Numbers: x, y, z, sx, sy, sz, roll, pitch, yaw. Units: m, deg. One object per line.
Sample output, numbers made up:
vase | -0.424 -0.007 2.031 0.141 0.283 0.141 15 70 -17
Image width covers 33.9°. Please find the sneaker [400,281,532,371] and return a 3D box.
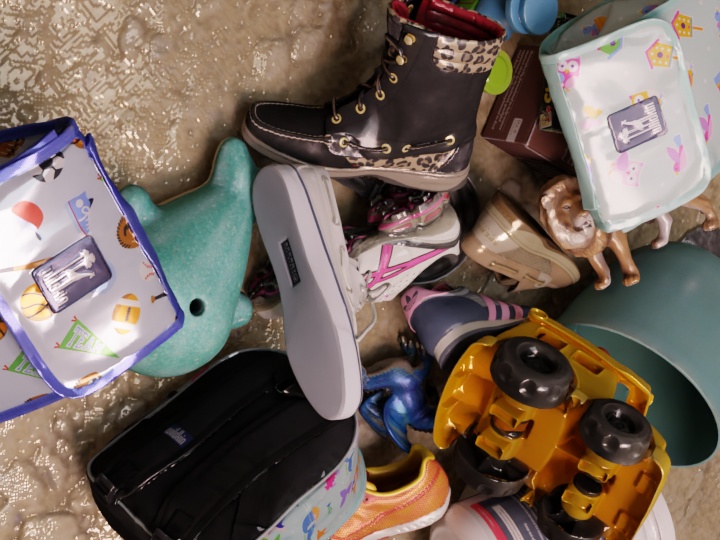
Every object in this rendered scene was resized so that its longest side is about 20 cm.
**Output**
sneaker | 0.109 0.042 1.117 0.070 0.082 0.199 -49 157 18

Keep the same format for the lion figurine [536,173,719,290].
lion figurine | 0.252 -0.062 1.117 0.199 0.072 0.124 -32 104 -31

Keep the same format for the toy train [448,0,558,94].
toy train | 0.084 -0.169 1.026 0.084 0.115 0.201 37 79 -34

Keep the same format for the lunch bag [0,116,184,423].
lunch bag | -0.239 0.004 0.796 0.198 0.124 0.171 -19 119 9

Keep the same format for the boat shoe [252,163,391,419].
boat shoe | -0.020 0.012 0.932 0.085 0.074 0.204 -9 76 -38

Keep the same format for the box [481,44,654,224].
box | 0.222 -0.130 1.157 0.199 0.075 0.101 26 86 -37

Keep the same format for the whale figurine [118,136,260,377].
whale figurine | -0.128 -0.009 0.927 0.201 0.103 0.159 -51 123 -17

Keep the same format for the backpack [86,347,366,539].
backpack | -0.093 0.167 0.952 0.200 0.177 0.152 -42 143 -24

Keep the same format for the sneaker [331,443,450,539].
sneaker | -0.017 0.218 1.063 0.198 0.073 0.078 -29 115 -8

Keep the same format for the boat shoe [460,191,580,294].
boat shoe | 0.150 -0.016 1.122 0.065 0.071 0.200 -45 148 10

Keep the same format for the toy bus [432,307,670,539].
toy bus | 0.194 0.129 1.054 0.191 0.199 0.137 -29 146 -51

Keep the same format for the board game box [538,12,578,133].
board game box | 0.250 -0.172 1.110 0.198 0.023 0.106 4 92 -35

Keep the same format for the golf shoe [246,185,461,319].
golf shoe | 0.000 0.000 1.019 0.198 0.073 0.093 -26 120 -8

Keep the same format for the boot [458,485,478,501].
boot | 0.162 0.219 1.205 0.090 0.073 0.201 29 93 -40

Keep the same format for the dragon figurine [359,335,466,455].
dragon figurine | 0.038 0.132 1.100 0.099 0.059 0.201 -42 120 -19

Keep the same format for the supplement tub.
supplement tub | 0.176 0.259 1.099 0.198 0.140 0.142 -15 109 -21

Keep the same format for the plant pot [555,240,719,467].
plant pot | 0.302 0.069 1.189 0.161 0.199 0.201 -50 124 -27

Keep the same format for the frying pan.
frying pan | 0.023 -0.048 1.064 0.188 0.031 0.117 4 103 -23

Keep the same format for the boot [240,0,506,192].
boot | 0.013 -0.146 0.950 0.197 0.074 0.152 11 130 -10

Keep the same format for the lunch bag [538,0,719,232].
lunch bag | 0.245 -0.149 1.017 0.199 0.121 0.172 -36 115 -32
